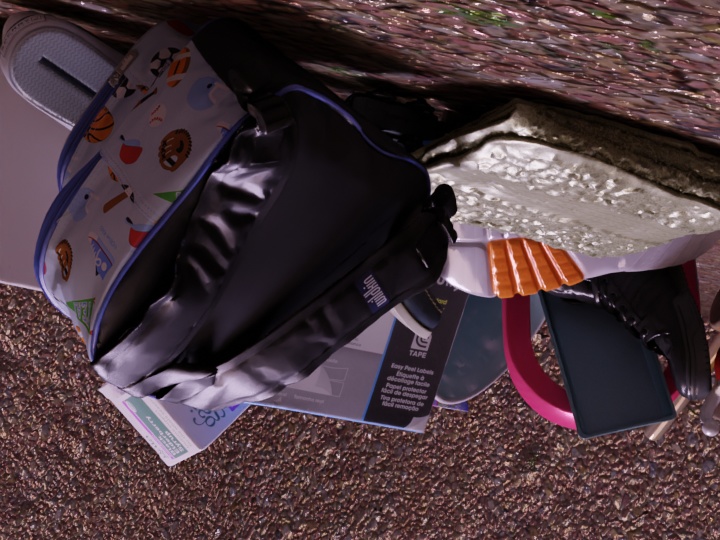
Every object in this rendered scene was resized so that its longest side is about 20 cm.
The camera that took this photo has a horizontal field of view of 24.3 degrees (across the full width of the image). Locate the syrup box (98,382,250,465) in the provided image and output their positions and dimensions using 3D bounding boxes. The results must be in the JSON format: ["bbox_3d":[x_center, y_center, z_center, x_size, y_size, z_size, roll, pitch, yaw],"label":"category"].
[{"bbox_3d":[-0.087,0.045,1.219,0.079,0.200,0.081,49,151,-5],"label":"syrup box"}]

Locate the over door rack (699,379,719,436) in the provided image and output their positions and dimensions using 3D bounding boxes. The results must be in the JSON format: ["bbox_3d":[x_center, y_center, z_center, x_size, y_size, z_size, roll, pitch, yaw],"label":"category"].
[{"bbox_3d":[0.328,0.070,1.049,0.147,0.200,0.067,29,-145,-10],"label":"over door rack"}]

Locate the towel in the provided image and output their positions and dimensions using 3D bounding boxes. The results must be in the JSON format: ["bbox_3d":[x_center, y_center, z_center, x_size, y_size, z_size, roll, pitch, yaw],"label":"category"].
[{"bbox_3d":[0.123,-0.048,0.983,0.199,0.037,0.148,13,161,-30],"label":"towel"}]

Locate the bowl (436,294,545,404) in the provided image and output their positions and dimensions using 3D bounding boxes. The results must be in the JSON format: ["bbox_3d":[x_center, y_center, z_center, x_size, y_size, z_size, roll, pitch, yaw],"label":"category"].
[{"bbox_3d":[0.081,-0.001,1.382,0.105,0.201,0.201,32,-171,28],"label":"bowl"}]

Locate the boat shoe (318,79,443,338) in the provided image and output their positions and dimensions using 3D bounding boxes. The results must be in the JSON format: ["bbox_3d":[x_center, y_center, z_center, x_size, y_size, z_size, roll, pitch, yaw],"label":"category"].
[{"bbox_3d":[0.003,-0.037,1.054,0.200,0.062,0.075,51,173,-30],"label":"boat shoe"}]

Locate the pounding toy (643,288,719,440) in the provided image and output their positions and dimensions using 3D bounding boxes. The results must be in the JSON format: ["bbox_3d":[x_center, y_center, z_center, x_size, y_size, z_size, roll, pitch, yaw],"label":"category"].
[{"bbox_3d":[0.302,0.053,1.229,0.142,0.185,0.200,11,179,6],"label":"pounding toy"}]

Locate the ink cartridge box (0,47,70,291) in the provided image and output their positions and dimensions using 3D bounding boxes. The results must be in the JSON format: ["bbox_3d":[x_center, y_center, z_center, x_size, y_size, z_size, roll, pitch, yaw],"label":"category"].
[{"bbox_3d":[-0.208,-0.068,1.129,0.146,0.147,0.200,11,-177,3],"label":"ink cartridge box"}]

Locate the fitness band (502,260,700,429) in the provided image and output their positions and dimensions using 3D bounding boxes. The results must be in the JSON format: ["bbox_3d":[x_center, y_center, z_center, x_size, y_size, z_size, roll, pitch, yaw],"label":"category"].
[{"bbox_3d":[0.176,0.025,1.233,0.143,0.201,0.037,0,149,5],"label":"fitness band"}]

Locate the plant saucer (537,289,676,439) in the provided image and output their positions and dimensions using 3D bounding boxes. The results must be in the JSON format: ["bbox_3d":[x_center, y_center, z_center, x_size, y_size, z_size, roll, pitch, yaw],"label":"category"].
[{"bbox_3d":[0.165,0.028,1.202,0.070,0.201,0.019,-12,151,-2],"label":"plant saucer"}]

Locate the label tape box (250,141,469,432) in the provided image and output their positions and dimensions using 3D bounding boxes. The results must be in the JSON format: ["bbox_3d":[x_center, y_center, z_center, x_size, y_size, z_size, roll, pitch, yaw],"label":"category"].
[{"bbox_3d":[0.000,0.000,1.142,0.143,0.201,0.066,12,-166,-24],"label":"label tape box"}]

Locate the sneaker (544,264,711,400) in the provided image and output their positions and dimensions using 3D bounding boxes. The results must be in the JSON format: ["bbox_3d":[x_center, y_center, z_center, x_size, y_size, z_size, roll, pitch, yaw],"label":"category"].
[{"bbox_3d":[0.175,0.009,1.171,0.104,0.200,0.060,-12,150,5],"label":"sneaker"}]

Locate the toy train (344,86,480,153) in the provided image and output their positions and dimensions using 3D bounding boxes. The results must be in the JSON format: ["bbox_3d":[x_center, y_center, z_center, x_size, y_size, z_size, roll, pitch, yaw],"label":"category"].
[{"bbox_3d":[0.074,-0.077,1.033,0.199,0.034,0.046,13,180,-31],"label":"toy train"}]

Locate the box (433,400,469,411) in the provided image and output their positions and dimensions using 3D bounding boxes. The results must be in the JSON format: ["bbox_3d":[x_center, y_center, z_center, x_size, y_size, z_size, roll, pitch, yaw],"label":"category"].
[{"bbox_3d":[0.022,0.012,1.544,0.122,0.201,0.192,12,179,-26],"label":"box"}]

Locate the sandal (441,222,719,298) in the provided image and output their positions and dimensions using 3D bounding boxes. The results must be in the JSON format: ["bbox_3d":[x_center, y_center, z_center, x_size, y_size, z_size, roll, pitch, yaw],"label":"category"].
[{"bbox_3d":[0.140,-0.032,1.126,0.206,0.079,0.059,-4,-141,-11],"label":"sandal"}]

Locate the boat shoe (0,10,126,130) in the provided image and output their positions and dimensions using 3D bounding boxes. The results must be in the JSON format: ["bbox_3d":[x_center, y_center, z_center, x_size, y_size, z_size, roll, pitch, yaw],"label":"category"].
[{"bbox_3d":[-0.126,-0.090,0.988,0.200,0.074,0.067,43,-173,-30],"label":"boat shoe"}]

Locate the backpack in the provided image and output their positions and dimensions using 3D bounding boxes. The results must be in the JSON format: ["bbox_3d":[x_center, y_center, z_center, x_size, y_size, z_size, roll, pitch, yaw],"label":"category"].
[{"bbox_3d":[-0.080,-0.026,0.894,0.154,0.191,0.200,41,-175,41],"label":"backpack"}]
